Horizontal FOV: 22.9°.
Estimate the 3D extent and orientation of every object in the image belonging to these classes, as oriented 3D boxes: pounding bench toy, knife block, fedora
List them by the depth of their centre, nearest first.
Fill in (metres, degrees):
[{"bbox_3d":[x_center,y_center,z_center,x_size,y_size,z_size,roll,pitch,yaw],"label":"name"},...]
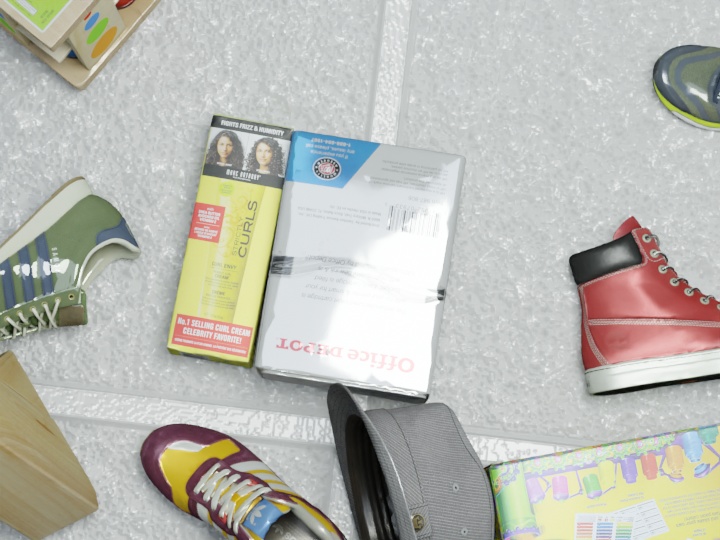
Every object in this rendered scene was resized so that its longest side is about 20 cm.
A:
[{"bbox_3d":[-0.293,0.136,1.360,0.064,0.176,0.201,-27,99,11],"label":"knife block"},{"bbox_3d":[0.047,0.174,1.390,0.090,0.177,0.201,-14,82,-14],"label":"fedora"},{"bbox_3d":[-0.274,-0.269,1.461,0.200,0.156,0.124,39,84,5],"label":"pounding bench toy"}]

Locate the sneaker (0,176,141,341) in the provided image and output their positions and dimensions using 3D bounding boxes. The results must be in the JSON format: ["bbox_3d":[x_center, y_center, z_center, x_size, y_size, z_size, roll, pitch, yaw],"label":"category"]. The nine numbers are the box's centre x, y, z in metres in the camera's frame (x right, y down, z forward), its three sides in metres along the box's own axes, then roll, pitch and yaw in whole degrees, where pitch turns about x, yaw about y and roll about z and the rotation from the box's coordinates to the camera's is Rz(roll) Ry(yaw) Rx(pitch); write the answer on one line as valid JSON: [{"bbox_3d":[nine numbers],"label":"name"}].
[{"bbox_3d":[-0.263,0.019,1.450,0.090,0.067,0.200,40,69,5],"label":"sneaker"}]

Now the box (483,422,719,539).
[{"bbox_3d":[0.211,0.233,1.402,0.199,0.122,0.194,-9,81,-2],"label":"box"}]

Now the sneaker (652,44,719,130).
[{"bbox_3d":[0.343,-0.149,1.483,0.199,0.081,0.074,14,81,2],"label":"sneaker"}]

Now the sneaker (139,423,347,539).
[{"bbox_3d":[-0.091,0.185,1.424,0.200,0.090,0.075,31,82,4],"label":"sneaker"}]

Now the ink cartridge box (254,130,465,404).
[{"bbox_3d":[0.000,0.000,1.456,0.144,0.084,0.201,9,80,2],"label":"ink cartridge box"}]

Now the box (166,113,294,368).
[{"bbox_3d":[-0.107,-0.024,1.477,0.075,0.050,0.201,11,81,1],"label":"box"}]

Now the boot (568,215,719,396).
[{"bbox_3d":[0.277,0.020,1.465,0.199,0.072,0.145,-7,80,2],"label":"boot"}]
